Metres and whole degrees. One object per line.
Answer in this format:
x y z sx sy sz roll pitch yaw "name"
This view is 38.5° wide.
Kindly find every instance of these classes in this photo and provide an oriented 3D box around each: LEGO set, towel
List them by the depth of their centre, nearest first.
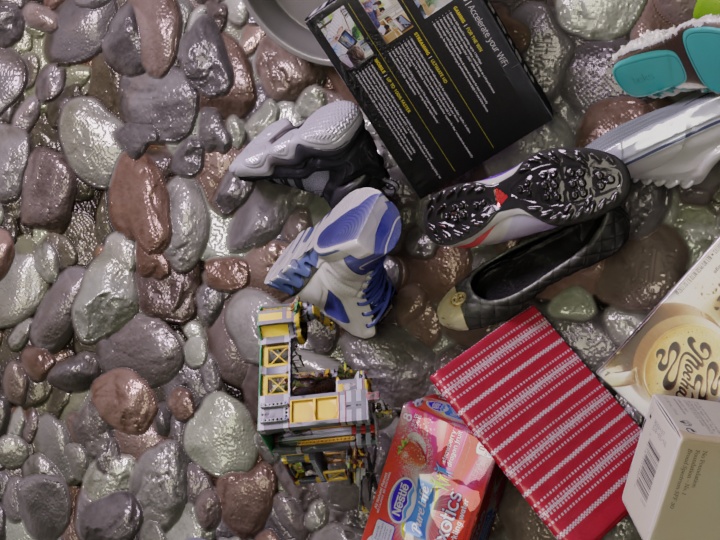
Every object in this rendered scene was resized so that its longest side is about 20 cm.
0.171 0.140 0.915 0.200 0.144 0.023 51 146 15 "towel"
-0.021 0.118 0.959 0.115 0.201 0.155 -6 48 7 "LEGO set"

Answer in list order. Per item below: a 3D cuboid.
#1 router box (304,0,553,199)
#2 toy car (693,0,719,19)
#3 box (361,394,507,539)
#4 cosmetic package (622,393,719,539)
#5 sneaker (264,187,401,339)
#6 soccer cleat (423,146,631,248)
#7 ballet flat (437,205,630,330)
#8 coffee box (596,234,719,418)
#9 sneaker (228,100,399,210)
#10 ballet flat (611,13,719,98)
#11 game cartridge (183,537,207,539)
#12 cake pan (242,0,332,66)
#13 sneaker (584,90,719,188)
0.065 -0.188 0.949 0.148 0.051 0.201 -29 106 18 "router box"
0.355 -0.235 0.790 0.164 0.200 0.159 33 102 20 "toy car"
0.069 0.229 0.969 0.099 0.095 0.202 19 97 21 "box"
0.321 0.169 0.817 0.198 0.073 0.105 7 111 -5 "cosmetic package"
0.000 0.000 0.986 0.115 0.081 0.199 37 151 -15 "sneaker"
0.153 -0.062 0.925 0.199 0.073 0.069 -15 80 35 "soccer cleat"
0.153 -0.008 0.947 0.199 0.057 0.067 -31 49 16 "ballet flat"
0.312 0.048 0.873 0.113 0.080 0.200 44 106 17 "coffee box"
-0.047 -0.093 1.027 0.199 0.076 0.114 -10 125 50 "sneaker"
0.283 -0.183 0.843 0.200 0.071 0.073 -162 80 -66 "ballet flat"
-0.121 0.318 1.030 0.198 0.133 0.042 14 96 22 "game cartridge"
-0.032 -0.297 0.995 0.198 0.037 0.202 15 130 18 "cake pan"
0.268 -0.102 0.899 0.199 0.073 0.071 -23 104 31 "sneaker"
